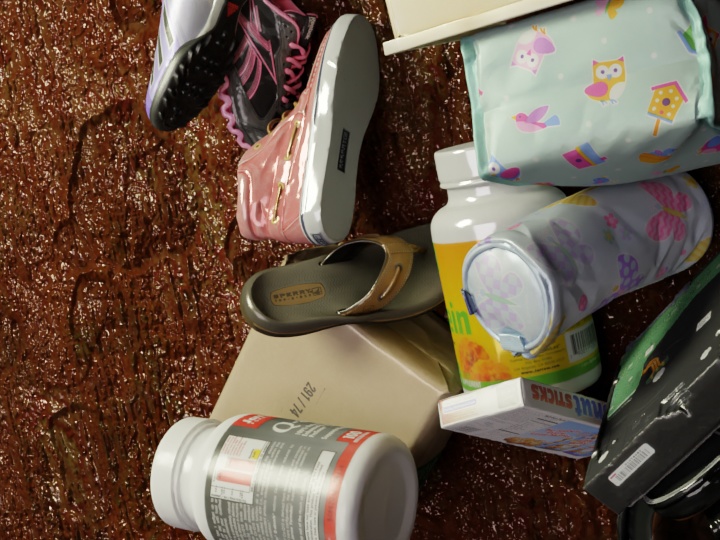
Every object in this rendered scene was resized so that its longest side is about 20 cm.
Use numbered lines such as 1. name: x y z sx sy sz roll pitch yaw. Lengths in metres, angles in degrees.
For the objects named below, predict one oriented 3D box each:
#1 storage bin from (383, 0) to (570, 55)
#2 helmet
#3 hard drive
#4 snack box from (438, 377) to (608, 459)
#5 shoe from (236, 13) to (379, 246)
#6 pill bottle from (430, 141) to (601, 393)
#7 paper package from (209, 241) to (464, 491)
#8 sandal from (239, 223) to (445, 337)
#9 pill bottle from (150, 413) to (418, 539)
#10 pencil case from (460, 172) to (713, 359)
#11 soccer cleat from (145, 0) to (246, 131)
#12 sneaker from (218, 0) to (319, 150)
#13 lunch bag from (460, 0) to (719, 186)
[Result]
1. storage bin: 0.137 -0.226 0.885 0.200 0.199 0.094 -12 97 34
2. helmet: 0.285 0.177 0.906 0.200 0.191 0.200 0 83 2
3. hard drive: 0.226 0.069 0.908 0.038 0.200 0.140 37 120 -1
4. snack box: 0.145 0.115 0.976 0.072 0.200 0.024 -21 65 34
5. shoe: -0.047 -0.118 1.070 0.091 0.071 0.200 1 75 30
6. pill bottle: 0.117 -0.003 1.010 0.111 0.111 0.200 -7 98 33
7. paper package: -0.013 0.111 1.128 0.191 0.103 0.200 37 118 19
8. sandal: 0.000 0.000 1.043 0.055 0.200 0.082 101 155 -54
9. pill bottle: -0.064 0.178 1.046 0.200 0.116 0.116 5 105 30
10. pencil case: 0.166 -0.011 0.921 0.083 0.200 0.091 -16 98 54
11. soccer cleat: -0.138 -0.214 1.069 0.073 0.068 0.200 27 98 25
12. sneaker: -0.076 -0.186 1.113 0.095 0.079 0.200 -14 97 22
13. lunch bag: 0.188 -0.119 0.887 0.170 0.200 0.122 -12 82 31
